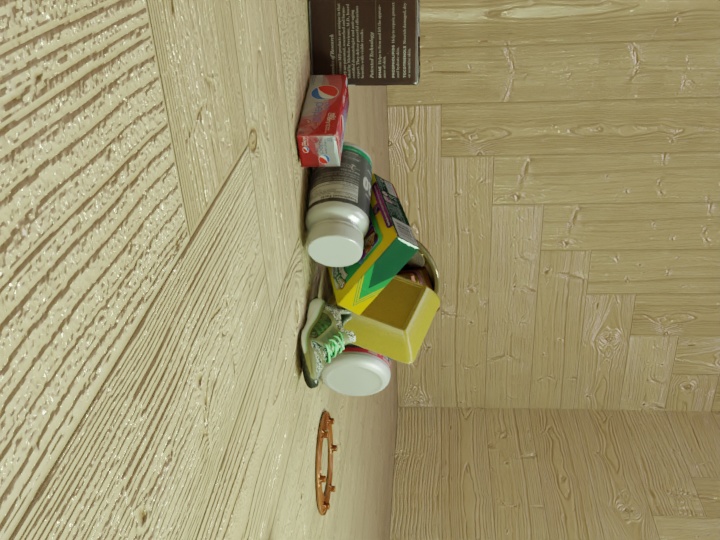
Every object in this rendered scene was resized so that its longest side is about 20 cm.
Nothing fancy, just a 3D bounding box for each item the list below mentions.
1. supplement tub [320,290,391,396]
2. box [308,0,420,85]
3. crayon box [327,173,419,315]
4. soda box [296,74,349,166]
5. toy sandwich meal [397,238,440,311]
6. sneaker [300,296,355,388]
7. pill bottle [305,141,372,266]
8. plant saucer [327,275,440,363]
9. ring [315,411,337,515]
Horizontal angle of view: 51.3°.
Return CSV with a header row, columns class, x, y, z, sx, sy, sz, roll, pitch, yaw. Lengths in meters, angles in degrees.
class,x,y,z,sx,sy,sz,roll,pitch,yaw
supplement tub,-0.005,0.133,1.493,0.141,0.138,0.202,82,10,-52
box,0.014,-0.436,1.409,0.166,0.197,0.166,-71,160,-72
crayon box,0.010,-0.050,1.361,0.173,0.058,0.201,-49,-146,25
soda box,-0.062,-0.261,1.289,0.201,0.069,0.064,-84,172,-47
toy sandwich meal,0.080,0.012,1.550,0.070,0.204,0.207,-38,139,-35
sneaker,-0.053,0.118,1.278,0.201,0.087,0.078,-82,170,-51
pill bottle,-0.038,-0.116,1.314,0.114,0.112,0.202,80,11,-58
plant saucer,0.038,0.065,1.416,0.201,0.198,0.049,-58,164,-48
ring,-0.065,0.384,1.497,0.200,0.019,0.203,0,90,-83
